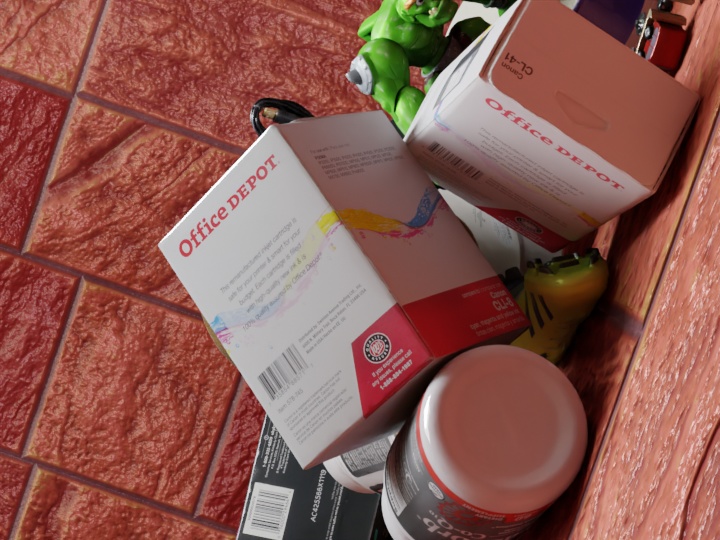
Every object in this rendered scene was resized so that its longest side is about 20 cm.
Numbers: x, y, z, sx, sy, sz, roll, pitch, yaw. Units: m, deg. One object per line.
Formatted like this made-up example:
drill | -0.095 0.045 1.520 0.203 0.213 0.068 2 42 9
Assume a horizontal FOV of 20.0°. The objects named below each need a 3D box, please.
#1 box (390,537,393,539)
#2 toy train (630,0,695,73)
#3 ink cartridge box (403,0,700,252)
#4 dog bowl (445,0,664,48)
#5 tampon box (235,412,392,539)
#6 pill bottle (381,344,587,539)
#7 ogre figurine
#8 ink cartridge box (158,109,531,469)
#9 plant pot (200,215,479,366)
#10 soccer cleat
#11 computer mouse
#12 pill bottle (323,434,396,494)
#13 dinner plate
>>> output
box | 0.086 0.148 1.860 0.160 0.049 0.201 111 176 -62
toy train | 0.220 -0.167 1.514 0.046 0.034 0.201 -110 35 -66
ink cartridge box | 0.128 -0.100 1.444 0.086 0.147 0.200 -61 8 -20
dog bowl | 0.157 -0.201 1.707 0.200 0.079 0.201 -42 27 27
tampon box | -0.021 0.220 1.939 0.200 0.125 0.151 61 -140 -67
pill bottle | 0.079 0.137 1.427 0.200 0.115 0.117 115 174 -66
ogre figurine | 0.062 -0.172 1.592 0.201 0.119 0.098 -62 10 -10
ink cartridge box | -0.012 0.008 1.449 0.145 0.201 0.144 -42 -14 32
plant pot | 0.000 0.000 1.622 0.199 0.186 0.188 -2 65 52
soccer cleat | 0.148 0.032 1.538 0.200 0.064 0.084 150 110 -79
computer mouse | 0.010 -0.101 1.594 0.034 0.198 0.059 -165 83 -71
pill bottle | 0.045 0.125 1.688 0.200 0.116 0.117 -26 43 62
dinner plate | 0.103 -0.049 1.692 0.024 0.201 0.200 -26 -16 -21
